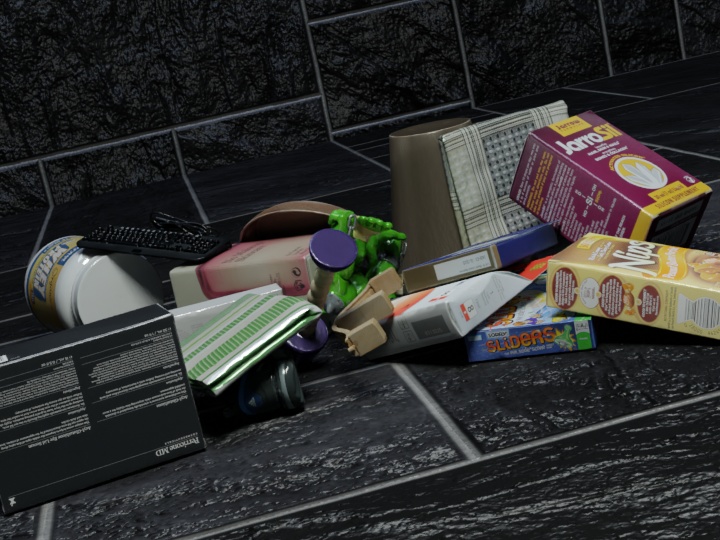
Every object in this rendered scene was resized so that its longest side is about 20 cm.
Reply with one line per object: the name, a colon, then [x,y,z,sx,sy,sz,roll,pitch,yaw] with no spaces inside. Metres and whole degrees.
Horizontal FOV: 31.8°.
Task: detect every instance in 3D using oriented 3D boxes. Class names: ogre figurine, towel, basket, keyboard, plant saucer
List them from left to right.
keyboard: [-0.266,-0.050,1.648,0.199,0.040,0.104,7,20,24]
towel: [-0.135,0.075,1.328,0.152,0.023,0.200,-38,16,-21]
plant saucer: [-0.059,-0.036,1.675,0.200,0.200,0.035,-6,57,26]
ogre figurine: [0.000,0.000,1.501,0.098,0.120,0.200,13,-2,1]
basket: [0.111,-0.097,1.712,0.180,0.201,0.136,-12,12,4]
towel: [0.211,-0.105,1.658,0.192,0.201,0.035,-17,7,-18]

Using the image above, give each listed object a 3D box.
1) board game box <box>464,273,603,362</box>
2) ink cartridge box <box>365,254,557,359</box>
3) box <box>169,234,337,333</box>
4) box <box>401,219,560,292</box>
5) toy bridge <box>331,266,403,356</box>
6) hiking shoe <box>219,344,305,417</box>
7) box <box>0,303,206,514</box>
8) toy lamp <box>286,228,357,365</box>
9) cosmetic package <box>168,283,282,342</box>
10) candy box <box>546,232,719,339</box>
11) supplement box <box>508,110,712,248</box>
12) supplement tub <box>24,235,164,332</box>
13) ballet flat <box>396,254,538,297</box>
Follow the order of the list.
board game box: [0.199,0.045,1.386,0.135,0.035,0.200,-8,14,17]
ink cartridge box: [0.109,0.023,1.403,0.162,0.050,0.200,-18,15,50]
box: [-0.120,0.025,1.605,0.199,0.109,0.128,-6,14,24]
box: [0.150,-0.019,1.482,0.121,0.032,0.200,-16,3,35]
toy bridge: [0.003,0.049,1.347,0.067,0.027,0.200,-31,11,16]
hiking shoe: [-0.118,0.101,1.351,0.086,0.075,0.200,-15,12,-8]
box: [-0.266,0.129,1.215,0.199,0.142,0.079,-16,11,-18]
toy lamp: [-0.051,0.036,1.371,0.058,0.200,0.058,7,50,-9]
cosmetic package: [-0.183,0.080,1.487,0.199,0.083,0.051,-14,13,-10]
candy box: [0.303,0.014,1.288,0.200,0.055,0.115,12,22,29]
supplement box: [0.304,-0.095,1.549,0.131,0.103,0.200,-23,50,-38]
supplement tub: [-0.365,0.029,1.735,0.144,0.145,0.200,-19,14,-30]
ballet flat: [0.127,-0.002,1.608,0.199,0.057,0.066,-11,16,4]
